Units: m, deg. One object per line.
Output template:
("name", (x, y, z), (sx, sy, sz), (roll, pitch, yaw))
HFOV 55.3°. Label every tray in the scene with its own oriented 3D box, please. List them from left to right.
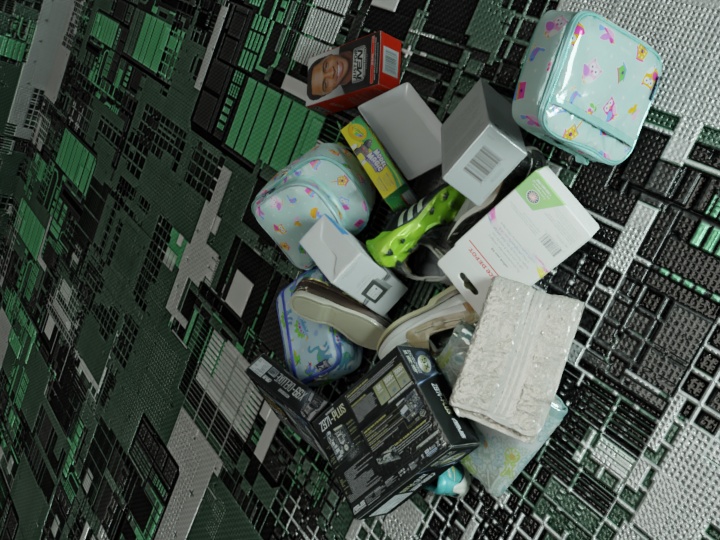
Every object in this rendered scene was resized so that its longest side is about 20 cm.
("tray", (0.083, -0.236, 1.174), (0.106, 0.022, 0.201), (-27, 57, -4))

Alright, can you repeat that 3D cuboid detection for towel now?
("towel", (0.177, 0.196, 0.999), (0.200, 0.048, 0.172), (44, 117, 28))
("towel", (0.207, 0.118, 0.924), (0.131, 0.034, 0.203), (18, 89, 22))

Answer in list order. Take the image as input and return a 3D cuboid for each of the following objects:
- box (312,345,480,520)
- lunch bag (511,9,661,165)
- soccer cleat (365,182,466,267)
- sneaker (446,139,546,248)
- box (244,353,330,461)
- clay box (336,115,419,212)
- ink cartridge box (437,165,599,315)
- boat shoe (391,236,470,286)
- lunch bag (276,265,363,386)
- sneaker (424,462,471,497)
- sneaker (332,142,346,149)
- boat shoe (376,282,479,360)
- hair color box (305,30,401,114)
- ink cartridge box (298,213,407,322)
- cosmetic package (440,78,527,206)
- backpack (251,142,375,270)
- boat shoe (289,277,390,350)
("box", (0.047, 0.236, 1.000), (0.200, 0.086, 0.165), (-45, 57, 24))
("lunch bag", (0.290, -0.223, 0.871), (0.077, 0.198, 0.163), (27, 102, 54))
("soccer cleat", (0.092, -0.086, 1.088), (0.199, 0.068, 0.081), (-40, 39, -7))
("sneaker", (0.199, -0.111, 1.039), (0.201, 0.073, 0.080), (-53, 31, 25))
("box", (-0.104, 0.250, 1.217), (0.050, 0.159, 0.199), (-42, 43, -20))
("clay box", (0.034, -0.176, 1.170), (0.047, 0.115, 0.201), (-34, 58, 9))
("ink cartridge box", (0.218, -0.036, 0.970), (0.118, 0.067, 0.200), (51, 121, 7))
("boat shoe", (0.093, -0.020, 1.117), (0.199, 0.069, 0.072), (15, 95, 50))
("lunch bag", (-0.080, 0.107, 1.267), (0.160, 0.082, 0.203), (-30, 62, 41))
("sneaker", (0.082, 0.287, 1.071), (0.199, 0.079, 0.079), (20, 97, 46))
("sneaker", (-0.068, -0.154, 1.318), (0.084, 0.073, 0.201), (-90, 25, -59))
("boat shoe", (0.105, 0.100, 1.082), (0.200, 0.074, 0.069), (-41, 55, 30))
("hair color box", (-0.016, -0.368, 1.296), (0.198, 0.061, 0.103), (-4, 81, 45))
("ink cartridge box", (0.000, 0.000, 1.137), (0.067, 0.200, 0.116), (-47, 52, 6))
("cosmetic package", (0.173, -0.190, 0.997), (0.102, 0.071, 0.201), (-48, 17, 29))
("backpack", (-0.075, -0.115, 1.206), (0.199, 0.154, 0.176), (-36, 102, 20))
("boat shoe", (-0.021, 0.072, 1.166), (0.060, 0.198, 0.072), (-68, 2, -46))
